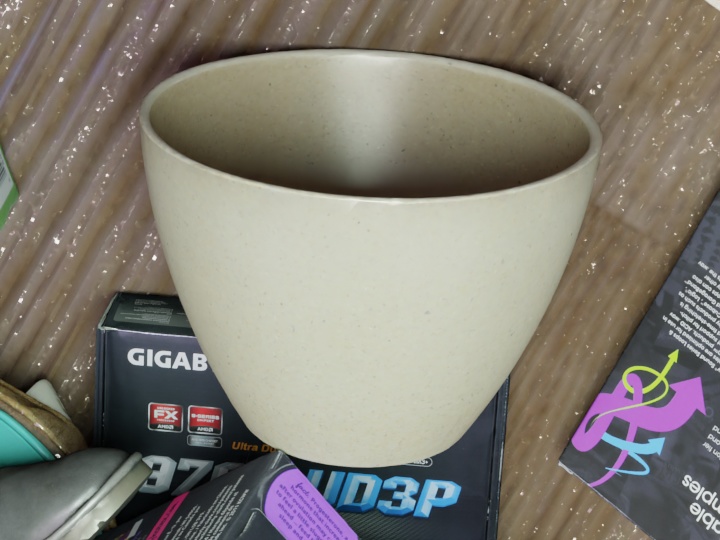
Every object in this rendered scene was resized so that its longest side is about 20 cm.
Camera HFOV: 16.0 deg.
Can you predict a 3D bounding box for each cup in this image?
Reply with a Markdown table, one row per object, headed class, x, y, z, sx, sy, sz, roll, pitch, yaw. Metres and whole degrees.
| class | x | y | z | sx | sy | sz | roll | pitch | yaw |
| --- | --- | --- | --- | --- | --- | --- | --- | --- | --- |
| cup | 0.000 | 0.000 | 1.121 | 0.199 | 0.201 | 0.144 | 5 | 112 | 3 |

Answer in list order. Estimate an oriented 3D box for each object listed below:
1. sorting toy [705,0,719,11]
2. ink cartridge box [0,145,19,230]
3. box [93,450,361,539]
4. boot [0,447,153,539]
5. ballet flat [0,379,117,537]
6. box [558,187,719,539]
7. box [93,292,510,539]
| class | x | y | z | sx | sy | sz | roll | pitch | yaw |
| --- | --- | --- | --- | --- | --- | --- | --- | --- | --- |
| sorting toy | 0.277 | -0.143 | 1.108 | 0.198 | 0.070 | 0.200 | 34 | 111 | -8 |
| ink cartridge box | -0.272 | -0.047 | 1.205 | 0.199 | 0.059 | 0.104 | -14 | 111 | 11 |
| box | -0.083 | 0.184 | 1.146 | 0.199 | 0.106 | 0.122 | -28 | 109 | 41 |
| boot | -0.216 | 0.067 | 1.171 | 0.181 | 0.073 | 0.201 | -34 | 92 | 19 |
| ballet flat | -0.190 | 0.066 | 1.234 | 0.199 | 0.072 | 0.068 | 32 | 122 | 1 |
| box | 0.195 | 0.051 | 1.179 | 0.143 | 0.036 | 0.201 | 39 | 113 | 23 |
| box | -0.029 | 0.099 | 1.248 | 0.198 | 0.046 | 0.160 | 5 | 113 | 3 |
